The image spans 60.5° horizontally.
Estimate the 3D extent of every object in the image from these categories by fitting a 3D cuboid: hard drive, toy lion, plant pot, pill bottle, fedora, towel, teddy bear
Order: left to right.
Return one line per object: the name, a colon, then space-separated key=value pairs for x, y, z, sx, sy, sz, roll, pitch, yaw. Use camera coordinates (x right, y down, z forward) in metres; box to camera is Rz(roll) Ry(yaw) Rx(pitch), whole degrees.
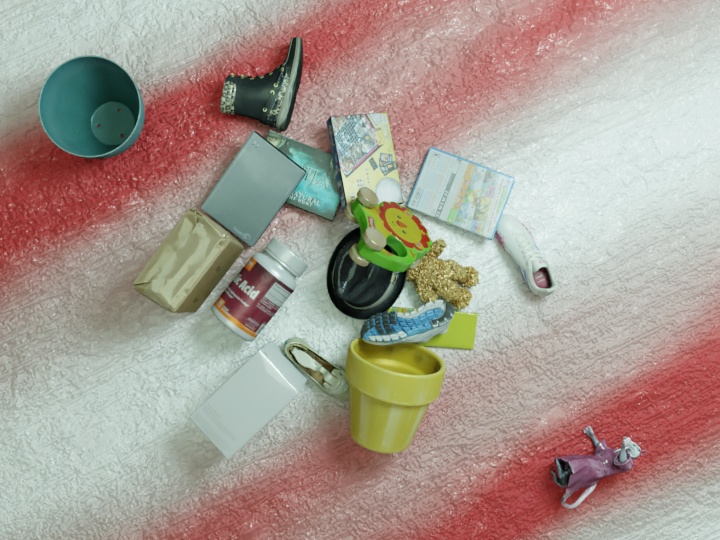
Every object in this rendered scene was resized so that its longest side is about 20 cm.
plant pot: x=-0.533 y=-0.320 z=1.275 sx=0.198 sy=0.135 sz=0.202 roll=0 pitch=88 yaw=-2
hard drive: x=-0.227 y=-0.171 z=1.308 sx=0.139 sy=0.033 sz=0.200 roll=37 pitch=102 yaw=-4
pill bottle: x=-0.207 y=0.037 z=1.286 sx=0.114 sy=0.114 sz=0.200 roll=39 pitch=87 yaw=0
fedora: x=0.000 y=0.000 z=1.279 sx=0.199 sy=0.092 sz=0.203 roll=-3 pitch=82 yaw=20
plant pot: x=0.057 y=0.257 z=1.258 sx=0.199 sy=0.201 sz=0.191 roll=12 pitch=103 yaw=-2
toy lion: x=0.065 y=-0.072 z=1.242 sx=0.191 sy=0.201 sz=0.069 roll=23 pitch=128 yaw=-26
towel: x=0.152 y=0.124 z=1.340 sx=0.198 sy=0.018 sz=0.087 roll=4 pitch=107 yaw=-3
teddy bear: x=0.161 y=0.007 z=1.325 sx=0.200 sy=0.067 sz=0.145 roll=40 pitch=85 yaw=-1

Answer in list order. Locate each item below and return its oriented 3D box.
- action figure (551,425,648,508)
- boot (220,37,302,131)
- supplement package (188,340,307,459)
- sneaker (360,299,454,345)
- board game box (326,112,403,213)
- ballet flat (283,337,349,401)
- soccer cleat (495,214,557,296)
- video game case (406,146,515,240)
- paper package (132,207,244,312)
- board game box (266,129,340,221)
action figure: x=0.509 y=0.412 z=1.292 sx=0.198 sy=0.134 sz=0.150 roll=-13 pitch=90 yaw=0
boot: x=-0.209 y=-0.413 z=1.322 sx=0.152 sy=0.073 sz=0.205 roll=12 pitch=88 yaw=1
supplement package: x=-0.225 y=0.261 z=1.264 sx=0.200 sy=0.121 sz=0.120 roll=-44 pitch=89 yaw=5
sneaker: x=0.099 y=0.129 z=1.288 sx=0.198 sy=0.087 sz=0.075 roll=-10 pitch=50 yaw=-5
board game box: x=0.010 y=-0.232 z=1.323 sx=0.134 sy=0.035 sz=0.202 roll=-9 pitch=88 yaw=-22
ballet flat: x=-0.085 y=0.217 z=1.311 sx=0.199 sy=0.062 sz=0.068 roll=35 pitch=88 yaw=-1
soccer cleat: x=0.362 y=-0.037 z=1.324 sx=0.070 sy=0.086 sz=0.201 roll=-32 pitch=89 yaw=-3
video game case: x=0.218 y=-0.168 z=1.342 sx=0.199 sy=0.018 sz=0.144 roll=22 pitch=87 yaw=8
paper package: x=-0.338 y=-0.013 z=1.240 sx=0.103 sy=0.200 sz=0.191 roll=38 pitch=87 yaw=-1
board game box: x=-0.128 y=-0.205 z=1.340 sx=0.198 sy=0.028 sz=0.136 roll=21 pitch=88 yaw=-1
